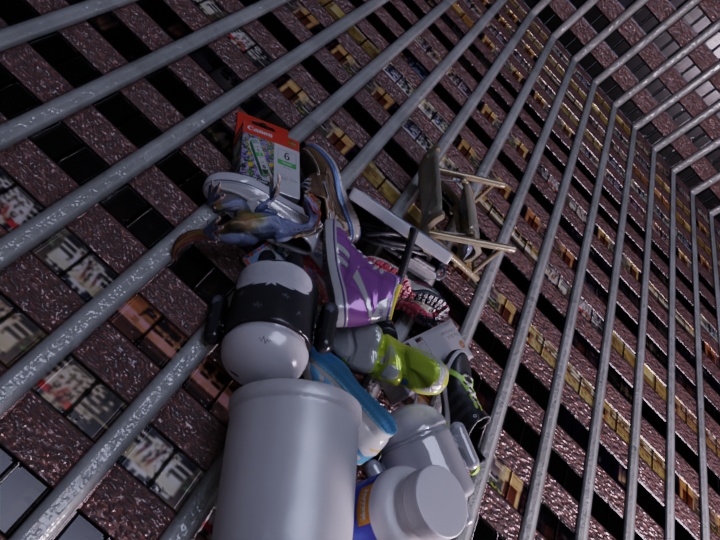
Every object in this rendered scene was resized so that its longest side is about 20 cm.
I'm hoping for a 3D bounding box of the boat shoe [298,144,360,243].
[{"bbox_3d":[-0.069,-0.132,1.091,0.072,0.072,0.201,-14,66,-33],"label":"boat shoe"}]

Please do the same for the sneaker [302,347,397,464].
[{"bbox_3d":[-0.041,0.183,0.907,0.200,0.081,0.076,46,16,26],"label":"sneaker"}]

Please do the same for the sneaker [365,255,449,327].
[{"bbox_3d":[0.064,0.033,1.123,0.199,0.081,0.075,32,16,-27],"label":"sneaker"}]

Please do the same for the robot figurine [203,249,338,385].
[{"bbox_3d":[-0.123,0.068,0.883,0.125,0.149,0.201,42,38,-36],"label":"robot figurine"}]

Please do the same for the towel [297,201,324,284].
[{"bbox_3d":[-0.089,-0.063,1.092,0.085,0.018,0.202,14,53,-28],"label":"towel"}]

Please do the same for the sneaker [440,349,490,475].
[{"bbox_3d":[0.179,0.229,1.038,0.071,0.082,0.202,25,63,-47],"label":"sneaker"}]

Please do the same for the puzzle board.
[{"bbox_3d":[-0.076,0.024,1.019,0.200,0.017,0.151,51,46,1],"label":"puzzle board"}]

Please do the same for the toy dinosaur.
[{"bbox_3d":[-0.147,-0.078,0.929,0.181,0.199,0.106,11,65,-53],"label":"toy dinosaur"}]

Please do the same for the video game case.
[{"bbox_3d":[0.073,-0.081,1.127,0.199,0.023,0.182,35,7,1],"label":"video game case"}]

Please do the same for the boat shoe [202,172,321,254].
[{"bbox_3d":[-0.153,-0.086,0.983,0.198,0.074,0.066,21,41,-9],"label":"boat shoe"}]

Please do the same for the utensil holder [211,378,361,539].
[{"bbox_3d":[-0.085,0.256,0.747,0.169,0.170,0.202,24,50,-28],"label":"utensil holder"}]

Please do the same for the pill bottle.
[{"bbox_3d":[0.035,0.310,0.788,0.111,0.200,0.113,23,47,-28],"label":"pill bottle"}]

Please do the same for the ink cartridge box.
[{"bbox_3d":[-0.162,-0.201,1.090,0.108,0.050,0.202,16,52,-27],"label":"ink cartridge box"}]

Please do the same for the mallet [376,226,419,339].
[{"bbox_3d":[0.058,0.027,1.042,0.041,0.066,0.202,16,88,-13],"label":"mallet"}]

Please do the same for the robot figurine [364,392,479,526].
[{"bbox_3d":[0.091,0.283,0.928,0.168,0.113,0.202,-16,72,-22],"label":"robot figurine"}]

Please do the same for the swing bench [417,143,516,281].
[{"bbox_3d":[0.197,-0.118,1.312,0.199,0.130,0.200,22,49,-22],"label":"swing bench"}]

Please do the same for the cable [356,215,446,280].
[{"bbox_3d":[0.062,-0.054,1.149,0.199,0.051,0.163,28,14,-26],"label":"cable"}]

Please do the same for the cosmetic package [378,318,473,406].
[{"bbox_3d":[0.109,0.153,1.087,0.199,0.051,0.083,-19,76,-47],"label":"cosmetic package"}]

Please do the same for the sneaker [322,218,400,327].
[{"bbox_3d":[0.000,0.001,0.989,0.113,0.073,0.202,-5,55,-10],"label":"sneaker"}]

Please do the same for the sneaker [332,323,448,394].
[{"bbox_3d":[0.044,0.139,0.973,0.199,0.076,0.105,26,-8,22],"label":"sneaker"}]
